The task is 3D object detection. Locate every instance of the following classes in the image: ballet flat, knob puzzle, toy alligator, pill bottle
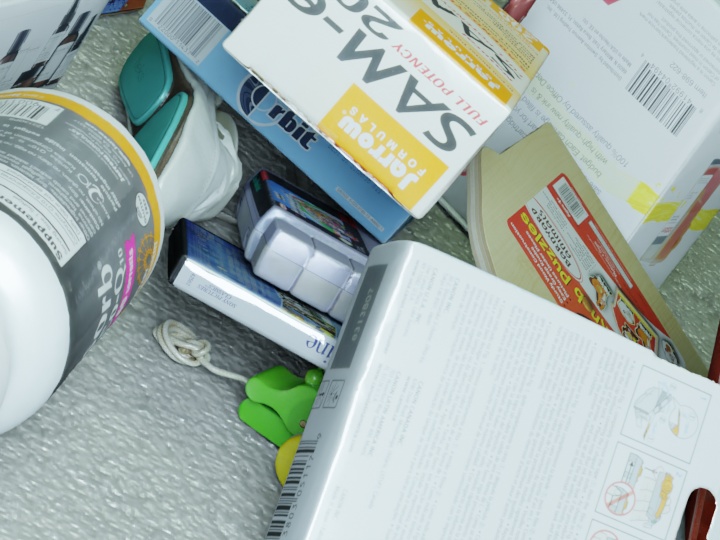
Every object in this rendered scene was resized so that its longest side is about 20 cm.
[{"bbox_3d":[-0.090,-0.064,1.457,0.069,0.069,0.200,26,23,-15],"label":"ballet flat"},{"bbox_3d":[0.105,0.026,1.454,0.220,0.030,0.220,42,30,-32],"label":"knob puzzle"},{"bbox_3d":[-0.012,0.072,1.314,0.200,0.054,0.059,41,26,15],"label":"toy alligator"},{"bbox_3d":[-0.164,0.004,1.188,0.116,0.116,0.200,34,26,0],"label":"pill bottle"}]

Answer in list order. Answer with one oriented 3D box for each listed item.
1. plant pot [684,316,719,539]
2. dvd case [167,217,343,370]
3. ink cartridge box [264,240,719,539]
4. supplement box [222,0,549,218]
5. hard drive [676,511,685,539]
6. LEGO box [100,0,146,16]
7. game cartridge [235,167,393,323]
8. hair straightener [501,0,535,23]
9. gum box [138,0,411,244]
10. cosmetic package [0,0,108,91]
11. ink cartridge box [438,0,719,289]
[{"bbox_3d":[0.266,0.038,1.427,0.200,0.200,0.176,7,19,-3],"label":"plant pot"},{"bbox_3d":[-0.002,0.037,1.336,0.200,0.018,0.143,29,5,-7],"label":"dvd case"},{"bbox_3d":[0.070,0.099,1.256,0.200,0.163,0.057,25,-14,-23],"label":"ink cartridge box"},{"bbox_3d":[0.018,-0.110,1.401,0.126,0.074,0.200,41,16,-2],"label":"supplement box"},{"bbox_3d":[0.134,0.098,1.472,0.200,0.026,0.132,39,26,11],"label":"hard drive"},{"bbox_3d":[-0.176,-0.263,1.594,0.200,0.149,0.077,42,27,18],"label":"LEGO box"},{"bbox_3d":[0.000,0.000,1.407,0.130,0.038,0.200,33,6,-10],"label":"game cartridge"},{"bbox_3d":[0.041,-0.133,1.574,0.077,0.200,0.041,41,63,5],"label":"hair straightener"},{"bbox_3d":[-0.026,-0.094,1.511,0.170,0.045,0.200,42,9,0],"label":"gum box"},{"bbox_3d":[-0.198,-0.118,1.395,0.051,0.083,0.200,39,27,12],"label":"cosmetic package"},{"bbox_3d":[0.145,-0.089,1.608,0.083,0.200,0.145,1,41,-53],"label":"ink cartridge box"}]
